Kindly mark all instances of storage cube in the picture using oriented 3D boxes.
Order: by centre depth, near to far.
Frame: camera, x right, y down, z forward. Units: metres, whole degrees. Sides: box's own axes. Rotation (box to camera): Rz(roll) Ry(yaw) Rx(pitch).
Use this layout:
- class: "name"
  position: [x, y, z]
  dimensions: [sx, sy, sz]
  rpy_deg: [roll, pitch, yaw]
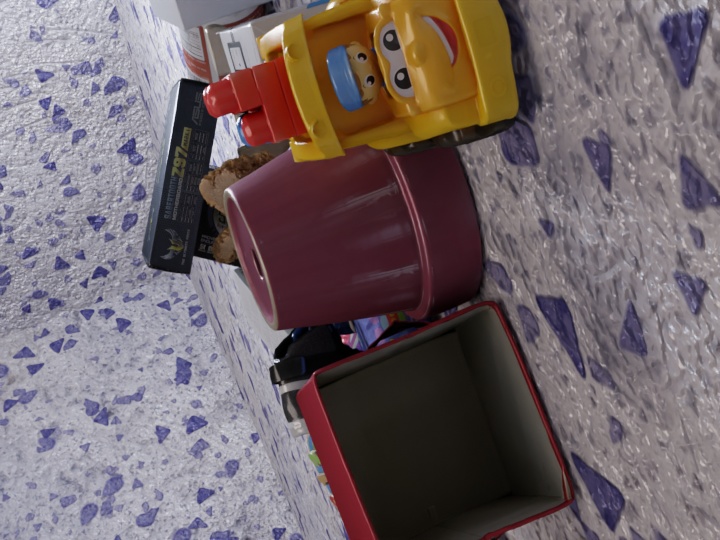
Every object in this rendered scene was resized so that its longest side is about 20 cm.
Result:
- class: "storage cube"
  position: [0.055, 0.148, 0.921]
  dimensions: [0.180, 0.169, 0.202]
  rpy_deg: [124, 124, -76]

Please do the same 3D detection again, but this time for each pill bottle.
- class: "pill bottle"
  position: [-0.171, -0.312, 1.304]
  dimensions: [0.201, 0.111, 0.113]
  rpy_deg: [89, 157, -52]

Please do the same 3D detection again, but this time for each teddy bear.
- class: "teddy bear"
  position: [-0.087, -0.031, 1.111]
  dimensions: [0.200, 0.067, 0.145]
  rpy_deg: [49, 129, -5]

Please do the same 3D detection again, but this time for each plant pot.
- class: "plant pot"
  position: [-0.015, -0.038, 0.918]
  dimensions: [0.200, 0.177, 0.203]
  rpy_deg: [160, 90, -76]

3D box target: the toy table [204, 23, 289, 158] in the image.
- class: "toy table"
  position: [-0.090, -0.188, 1.145]
  dimensions: [0.200, 0.116, 0.186]
  rpy_deg: [-150, 42, -72]

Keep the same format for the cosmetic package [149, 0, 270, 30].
- class: "cosmetic package"
  position: [-0.138, -0.303, 1.096]
  dimensions: [0.200, 0.149, 0.052]
  rpy_deg: [-138, 30, -64]

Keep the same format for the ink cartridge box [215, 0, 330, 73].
- class: "ink cartridge box"
  position: [-0.062, -0.211, 0.994]
  dimensions: [0.200, 0.114, 0.069]
  rpy_deg: [-148, 41, -70]

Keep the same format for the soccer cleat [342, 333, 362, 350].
- class: "soccer cleat"
  position: [-0.002, 0.110, 1.305]
  dimensions: [0.200, 0.072, 0.069]
  rpy_deg: [-136, 28, -61]

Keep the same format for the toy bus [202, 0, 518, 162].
- class: "toy bus"
  position: [-0.009, -0.136, 0.731]
  dimensions: [0.200, 0.190, 0.138]
  rpy_deg: [-164, 57, -72]

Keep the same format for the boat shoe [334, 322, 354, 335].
- class: "boat shoe"
  position: [0.000, 0.000, 1.172]
  dimensions: [0.201, 0.071, 0.073]
  rpy_deg: [109, 144, -55]

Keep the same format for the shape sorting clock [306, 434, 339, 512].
- class: "shape sorting clock"
  position: [0.003, 0.260, 1.194]
  dimensions: [0.200, 0.039, 0.201]
  rpy_deg: [46, 159, 23]

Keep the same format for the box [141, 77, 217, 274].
- class: "box"
  position: [-0.199, -0.104, 1.166]
  dimensions: [0.158, 0.050, 0.203]
  rpy_deg: [-157, 76, -74]

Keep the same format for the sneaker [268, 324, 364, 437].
- class: "sneaker"
  position: [-0.011, 0.092, 1.113]
  dimensions: [0.073, 0.199, 0.113]
  rpy_deg: [-22, 86, 41]

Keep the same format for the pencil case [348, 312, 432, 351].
- class: "pencil case"
  position: [0.046, 0.093, 1.063]
  dimensions: [0.203, 0.086, 0.078]
  rpy_deg: [68, 163, 4]

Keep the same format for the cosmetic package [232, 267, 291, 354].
- class: "cosmetic package"
  position: [-0.083, 0.071, 1.265]
  dimensions: [0.200, 0.050, 0.083]
  rpy_deg: [45, 151, 44]

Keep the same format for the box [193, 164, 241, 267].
- class: "box"
  position: [-0.121, -0.059, 1.273]
  dimensions: [0.200, 0.161, 0.087]
  rpy_deg: [-130, 55, -74]
